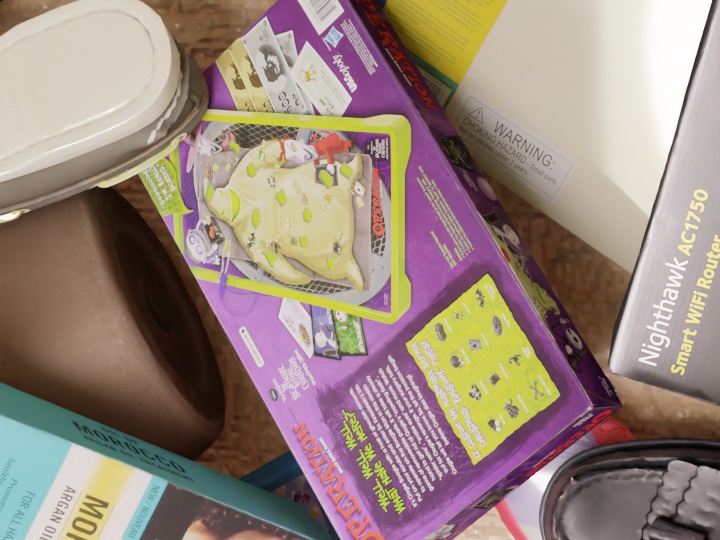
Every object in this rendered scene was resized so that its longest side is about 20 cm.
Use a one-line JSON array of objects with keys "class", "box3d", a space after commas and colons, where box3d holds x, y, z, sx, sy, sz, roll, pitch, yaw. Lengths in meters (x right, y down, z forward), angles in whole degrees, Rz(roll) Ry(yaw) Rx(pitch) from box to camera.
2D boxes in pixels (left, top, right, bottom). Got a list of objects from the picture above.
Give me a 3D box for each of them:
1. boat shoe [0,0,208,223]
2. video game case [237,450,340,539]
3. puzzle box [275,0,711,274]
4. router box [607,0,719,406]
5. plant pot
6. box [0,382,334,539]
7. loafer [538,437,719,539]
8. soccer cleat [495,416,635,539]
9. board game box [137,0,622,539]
[{"class": "boat shoe", "box3d": [-0.154, -0.047, 0.988, 0.200, 0.060, 0.073, -15, 72, 13]}, {"class": "video game case", "box3d": [-0.082, 0.176, 1.028, 0.018, 0.199, 0.144, 28, 142, 62]}, {"class": "puzzle box", "box3d": [0.075, -0.096, 0.971, 0.199, 0.025, 0.134, 36, 116, 11]}, {"class": "router box", "box3d": [0.182, -0.042, 0.899, 0.148, 0.051, 0.202, 16, 106, 4]}, {"class": "plant pot", "box3d": [-0.154, 0.050, 1.037, 0.174, 0.200, 0.201, -27, 93, 10]}, {"class": "box", "box3d": [-0.109, 0.098, 0.952, 0.199, 0.049, 0.083, 25, 96, -29]}, {"class": "loafer", "box3d": [0.162, 0.109, 0.942, 0.198, 0.063, 0.072, 17, 93, 1]}, {"class": "soccer cleat", "box3d": [0.073, 0.069, 1.005, 0.076, 0.067, 0.201, -33, 87, 4]}, {"class": "board game box", "box3d": [0.000, 0.000, 0.970, 0.120, 0.032, 0.201, -39, 70, 24]}]
